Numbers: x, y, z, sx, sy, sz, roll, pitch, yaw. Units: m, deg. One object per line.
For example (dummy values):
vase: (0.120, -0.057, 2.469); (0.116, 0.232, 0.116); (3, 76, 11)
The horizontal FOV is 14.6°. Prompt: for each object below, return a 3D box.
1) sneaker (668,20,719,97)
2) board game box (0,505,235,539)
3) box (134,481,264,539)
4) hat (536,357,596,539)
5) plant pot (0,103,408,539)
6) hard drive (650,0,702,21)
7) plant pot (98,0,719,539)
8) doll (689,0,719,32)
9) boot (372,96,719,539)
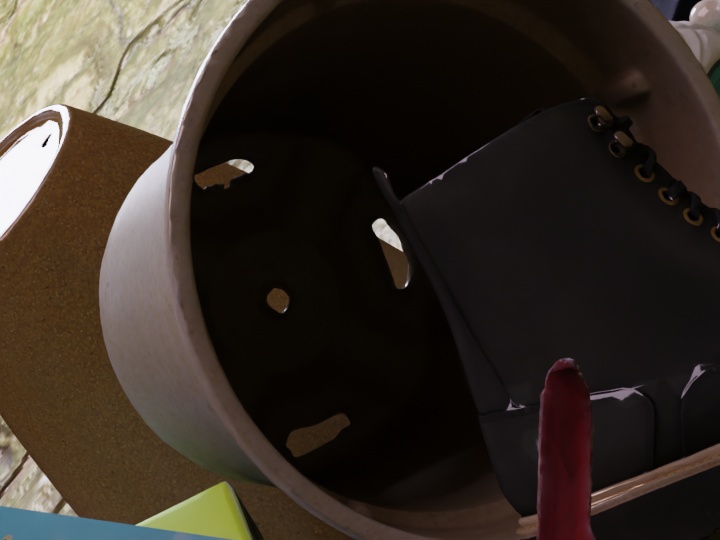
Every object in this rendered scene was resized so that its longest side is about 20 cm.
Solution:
sneaker: (0.093, 0.007, 1.024); (0.078, 0.079, 0.201); (46, 115, 52)
board game box: (-0.102, 0.138, 0.848); (0.199, 0.047, 0.151); (5, 35, 31)
box: (-0.108, 0.166, 0.979); (0.199, 0.122, 0.048); (-26, 43, 1)
hat: (0.025, 0.151, 0.794); (0.200, 0.176, 0.165); (-56, 24, -14)
plant pot: (-0.074, 0.031, 1.132); (0.186, 0.200, 0.187); (-40, 25, 24)
hard drive: (0.109, -0.111, 1.209); (0.135, 0.042, 0.200); (-27, 32, 42)
plant pot: (0.000, 0.000, 0.940); (0.201, 0.200, 0.183); (-58, 16, -19)
doll: (0.171, -0.142, 1.096); (0.136, 0.049, 0.200); (-46, 38, -17)
boot: (0.115, -0.009, 0.826); (0.199, 0.139, 0.077); (-26, -1, -4)
